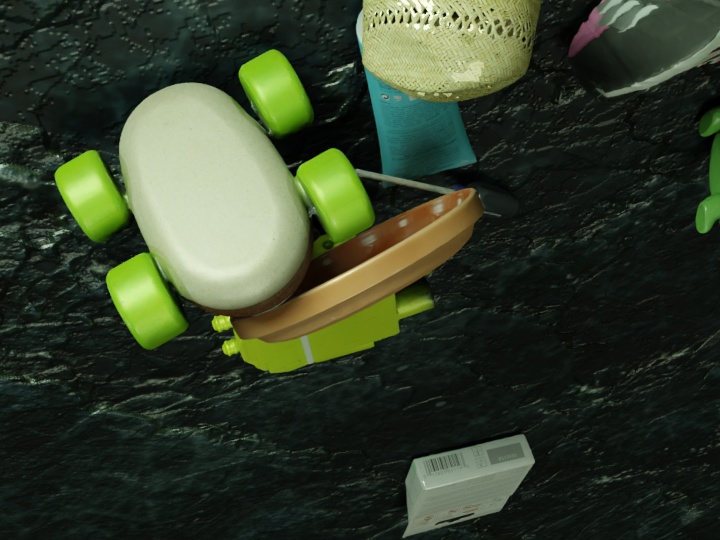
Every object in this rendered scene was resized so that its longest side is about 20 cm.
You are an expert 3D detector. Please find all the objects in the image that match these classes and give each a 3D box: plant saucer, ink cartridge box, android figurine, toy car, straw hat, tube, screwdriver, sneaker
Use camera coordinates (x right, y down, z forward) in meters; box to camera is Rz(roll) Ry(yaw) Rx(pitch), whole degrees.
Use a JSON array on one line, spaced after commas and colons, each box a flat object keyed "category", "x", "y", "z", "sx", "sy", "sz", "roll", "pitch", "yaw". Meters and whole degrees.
[{"category": "plant saucer", "x": 0.000, "y": 0.000, "z": 0.732, "sx": 0.199, "sy": 0.033, "sz": 0.200, "roll": -28, "pitch": -173, "yaw": 4}, {"category": "ink cartridge box", "x": 0.138, "y": 0.299, "z": 1.406, "sx": 0.159, "sy": 0.051, "sz": 0.201, "roll": -11, "pitch": 152, "yaw": -14}, {"category": "android figurine", "x": -0.032, "y": 0.032, "z": 0.906, "sx": 0.198, "sy": 0.041, "sz": 0.183, "roll": -18, "pitch": 149, "yaw": -3}, {"category": "toy car", "x": -0.086, "y": -0.023, "z": 0.706, "sx": 0.163, "sy": 0.159, "sz": 0.200, "roll": -29, "pitch": 161, "yaw": -5}, {"category": "straw hat", "x": 0.048, "y": -0.135, "z": 0.546, "sx": 0.198, "sy": 0.086, "sz": 0.201, "roll": 6, "pitch": -175, "yaw": -1}, {"category": "tube", "x": 0.039, "y": -0.114, "z": 0.720, "sx": 0.076, "sy": 0.051, "sz": 0.200, "roll": -11, "pitch": 155, "yaw": 5}, {"category": "screwdriver", "x": 0.065, "y": -0.063, "z": 0.802, "sx": 0.029, "sy": 0.028, "sz": 0.199, "roll": 12, "pitch": -176, "yaw": 39}, {"category": "sneaker", "x": 0.247, "y": -0.171, "z": 0.710, "sx": 0.199, "sy": 0.081, "sz": 0.086, "roll": -28, "pitch": 149, "yaw": 15}]

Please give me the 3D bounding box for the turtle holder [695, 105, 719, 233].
[{"category": "turtle holder", "x": 0.366, "y": -0.101, "z": 0.848, "sx": 0.130, "sy": 0.188, "sz": 0.141, "roll": -9, "pitch": 180, "yaw": -20}]
